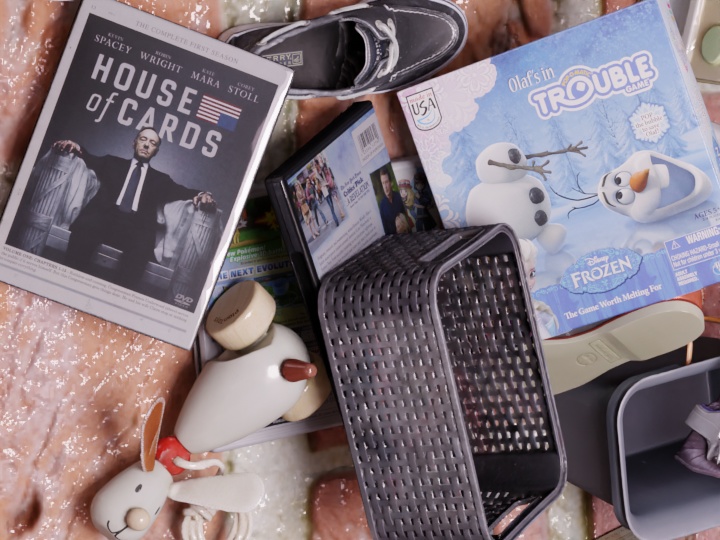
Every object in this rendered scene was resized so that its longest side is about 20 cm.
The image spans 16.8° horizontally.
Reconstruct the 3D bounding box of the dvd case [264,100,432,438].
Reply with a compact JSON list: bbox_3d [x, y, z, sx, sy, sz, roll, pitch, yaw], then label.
[{"bbox_3d":[0.000,0.000,1.685,0.143,0.017,0.201,-44,122,-53],"label":"dvd case"}]

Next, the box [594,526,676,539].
[{"bbox_3d":[0.242,0.266,1.826,0.078,0.200,0.095,-23,109,-24],"label":"box"}]

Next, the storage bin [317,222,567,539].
[{"bbox_3d":[0.058,0.080,1.660,0.135,0.093,0.201,-34,115,-56],"label":"storage bin"}]

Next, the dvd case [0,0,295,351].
[{"bbox_3d":[-0.147,-0.066,1.617,0.150,0.025,0.201,20,92,-7],"label":"dvd case"}]

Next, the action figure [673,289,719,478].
[{"bbox_3d":[0.295,0.056,1.744,0.130,0.069,0.201,16,89,-29],"label":"action figure"}]

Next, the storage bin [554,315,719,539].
[{"bbox_3d":[0.239,0.104,1.837,0.199,0.134,0.146,-14,104,-28],"label":"storage bin"}]

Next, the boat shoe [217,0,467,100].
[{"bbox_3d":[-0.004,-0.154,1.696,0.199,0.068,0.072,-9,102,-28],"label":"boat shoe"}]

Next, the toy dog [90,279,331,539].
[{"bbox_3d":[-0.091,0.108,1.650,0.132,0.096,0.201,23,89,-25],"label":"toy dog"}]

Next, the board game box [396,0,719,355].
[{"bbox_3d":[0.150,-0.065,1.695,0.200,0.199,0.043,70,21,-1],"label":"board game box"}]

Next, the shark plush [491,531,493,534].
[{"bbox_3d":[0.069,0.198,1.818,0.083,0.091,0.201,-7,81,-48],"label":"shark plush"}]

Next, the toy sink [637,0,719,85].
[{"bbox_3d":[0.278,-0.192,1.815,0.199,0.130,0.113,11,93,-31],"label":"toy sink"}]

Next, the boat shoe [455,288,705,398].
[{"bbox_3d":[0.158,0.039,1.773,0.071,0.199,0.063,41,39,-44],"label":"boat shoe"}]

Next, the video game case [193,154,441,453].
[{"bbox_3d":[-0.028,0.022,1.737,0.199,0.022,0.183,-11,103,-27],"label":"video game case"}]

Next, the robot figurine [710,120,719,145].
[{"bbox_3d":[0.198,-0.050,1.800,0.199,0.113,0.170,21,122,-30],"label":"robot figurine"}]
